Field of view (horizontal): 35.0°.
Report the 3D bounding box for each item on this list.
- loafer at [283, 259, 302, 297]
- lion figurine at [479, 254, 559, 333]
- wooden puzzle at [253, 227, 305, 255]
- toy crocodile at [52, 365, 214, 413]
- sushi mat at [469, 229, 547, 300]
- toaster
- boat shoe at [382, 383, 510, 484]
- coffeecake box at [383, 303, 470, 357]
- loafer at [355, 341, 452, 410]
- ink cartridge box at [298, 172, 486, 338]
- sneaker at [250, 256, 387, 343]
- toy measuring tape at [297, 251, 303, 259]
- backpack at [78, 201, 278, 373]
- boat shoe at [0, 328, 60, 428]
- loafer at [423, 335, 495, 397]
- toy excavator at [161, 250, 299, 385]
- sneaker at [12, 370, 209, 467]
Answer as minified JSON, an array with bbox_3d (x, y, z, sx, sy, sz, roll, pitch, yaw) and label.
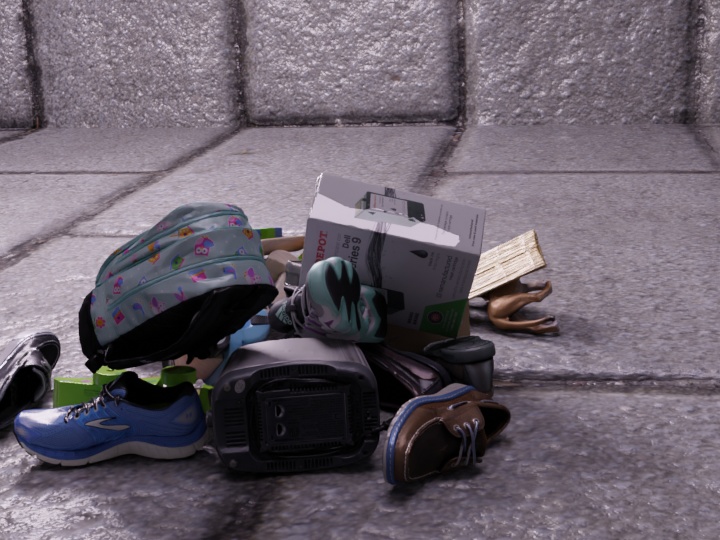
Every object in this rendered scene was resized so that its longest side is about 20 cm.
[{"bbox_3d":[0.000,0.000,1.434,0.198,0.071,0.070,-12,17,-21],"label":"loafer"},{"bbox_3d":[0.201,0.035,1.566,0.121,0.073,0.200,-10,20,5],"label":"lion figurine"},{"bbox_3d":[-0.192,-0.036,1.557,0.198,0.047,0.185,-6,2,19],"label":"wooden puzzle"},{"bbox_3d":[-0.238,0.139,1.252,0.198,0.068,0.062,0,9,-2],"label":"toy crocodile"},{"bbox_3d":[0.159,0.009,1.573,0.199,0.012,0.096,-25,31,15],"label":"sushi mat"},{"bbox_3d":[-0.058,0.132,1.169,0.198,0.115,0.129,-5,13,-4],"label":"toaster"},{"bbox_3d":[0.089,0.159,1.127,0.072,0.073,0.200,8,18,28],"label":"boat shoe"},{"bbox_3d":[0.024,0.059,1.485,0.152,0.074,0.199,-14,19,-29],"label":"coffeecake box"},{"bbox_3d":[0.007,0.116,1.301,0.199,0.073,0.063,12,24,33],"label":"loafer"},{"bbox_3d":[0.032,-0.015,1.319,0.198,0.147,0.085,12,45,1],"label":"ink cartridge box"},{"bbox_3d":[-0.060,0.043,1.238,0.138,0.079,0.200,-5,-20,17],"label":"sneaker"},{"bbox_3d":[-0.039,-0.020,1.612,0.073,0.074,0.200,6,33,27],"label":"toy measuring tape"},{"bbox_3d":[-0.184,0.019,1.170,0.199,0.128,0.166,-31,-13,36],"label":"backpack"},{"bbox_3d":[-0.386,0.125,1.308,0.067,0.073,0.200,0,18,16],"label":"boat shoe"},{"bbox_3d":[0.116,0.113,1.320,0.071,0.064,0.200,-12,0,-4],"label":"loafer"},{"bbox_3d":[-0.148,0.055,1.412,0.199,0.100,0.196,11,49,-34],"label":"toy excavator"},{"bbox_3d":[-0.258,0.143,1.174,0.198,0.090,0.079,-5,26,-4],"label":"sneaker"}]
